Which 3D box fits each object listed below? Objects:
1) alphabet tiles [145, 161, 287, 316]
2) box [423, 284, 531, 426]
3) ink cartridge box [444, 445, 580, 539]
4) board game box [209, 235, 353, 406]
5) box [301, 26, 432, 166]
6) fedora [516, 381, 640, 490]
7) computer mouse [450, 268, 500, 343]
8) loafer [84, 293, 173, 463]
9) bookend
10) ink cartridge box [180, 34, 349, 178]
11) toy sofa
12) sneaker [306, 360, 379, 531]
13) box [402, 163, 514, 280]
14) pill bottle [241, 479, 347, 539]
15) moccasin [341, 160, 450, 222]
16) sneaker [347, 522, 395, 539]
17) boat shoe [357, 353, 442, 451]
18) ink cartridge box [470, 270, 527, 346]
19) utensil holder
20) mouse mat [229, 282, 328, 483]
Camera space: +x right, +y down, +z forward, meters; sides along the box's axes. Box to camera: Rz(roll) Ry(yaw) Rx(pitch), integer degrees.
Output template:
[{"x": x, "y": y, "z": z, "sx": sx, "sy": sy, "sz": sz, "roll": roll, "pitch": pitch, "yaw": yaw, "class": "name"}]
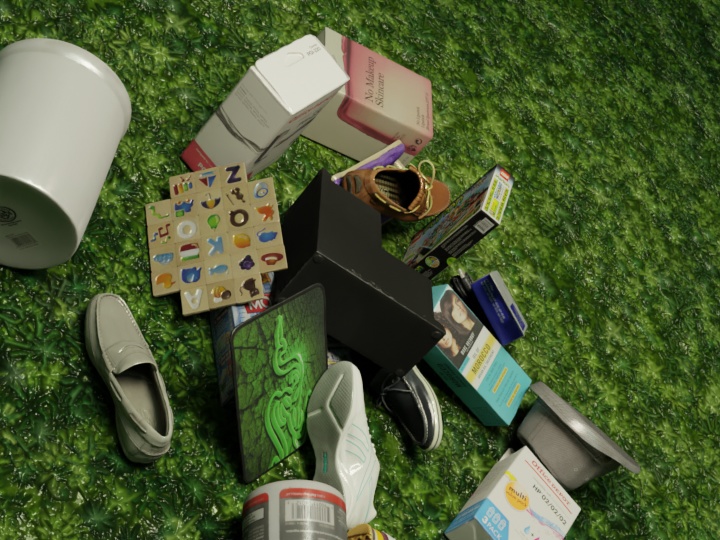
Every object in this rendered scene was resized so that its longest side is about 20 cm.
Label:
[{"x": -0.179, "y": -0.042, "z": 1.308, "sx": 0.165, "sy": 0.006, "sz": 0.202, "roll": -12, "pitch": 60, "yaw": 1, "class": "alphabet tiles"}, {"x": 0.145, "y": 0.117, "z": 1.450, "sx": 0.200, "sy": 0.049, "sz": 0.083, "roll": 47, "pitch": 58, "yaw": -22, "class": "box"}, {"x": 0.209, "y": 0.314, "z": 1.391, "sx": 0.115, "sy": 0.068, "sz": 0.200, "roll": 49, "pitch": 42, "yaw": 1, "class": "ink cartridge box"}, {"x": -0.110, "y": 0.053, "z": 1.330, "sx": 0.199, "sy": 0.062, "sz": 0.201, "roll": -5, "pitch": 64, "yaw": -41, "class": "board game box"}, {"x": 0.000, "y": -0.252, "z": 1.610, "sx": 0.199, "sy": 0.109, "sz": 0.129, "roll": 22, "pitch": 48, "yaw": -26, "class": "box"}, {"x": 0.285, "y": 0.242, "z": 1.467, "sx": 0.177, "sy": 0.090, "sz": 0.200, "roll": 45, "pitch": 5, "yaw": 41, "class": "fedora"}, {"x": 0.123, "y": 0.066, "z": 1.517, "sx": 0.199, "sy": 0.053, "sz": 0.139, "roll": -9, "pitch": 67, "yaw": -43, "class": "computer mouse"}, {"x": -0.249, "y": 0.109, "z": 1.169, "sx": 0.070, "sy": 0.070, "sz": 0.201, "roll": -7, "pitch": 65, "yaw": -42, "class": "loafer"}, {"x": 0.000, "y": 0.000, "z": 1.359, "sx": 0.198, "sy": 0.092, "sz": 0.201, "roll": 32, "pitch": 29, "yaw": -21, "class": "bookend"}, {"x": -0.126, "y": -0.202, "z": 1.403, "sx": 0.085, "sy": 0.200, "sz": 0.146, "roll": 48, "pitch": 43, "yaw": 1, "class": "ink cartridge box"}, {"x": 0.010, "y": -0.102, "z": 1.516, "sx": 0.083, "sy": 0.098, "sz": 0.200, "roll": 51, "pitch": 42, "yaw": 5, "class": "toy sofa"}, {"x": -0.017, "y": 0.210, "z": 1.268, "sx": 0.080, "sy": 0.070, "sz": 0.202, "roll": 11, "pitch": 78, "yaw": -49, "class": "sneaker"}, {"x": 0.131, "y": -0.055, "z": 1.503, "sx": 0.035, "sy": 0.200, "sz": 0.110, "roll": 37, "pitch": 42, "yaw": -12, "class": "box"}, {"x": -0.068, "y": 0.333, "z": 1.117, "sx": 0.115, "sy": 0.116, "sz": 0.202, "roll": 18, "pitch": 50, "yaw": -28, "class": "pill bottle"}, {"x": 0.063, "y": -0.112, "z": 1.471, "sx": 0.200, "sy": 0.077, "sz": 0.074, "roll": 12, "pitch": 72, "yaw": -48, "class": "moccasin"}, {"x": 0.015, "y": 0.386, "z": 1.178, "sx": 0.090, "sy": 0.075, "sz": 0.201, "roll": 33, "pitch": 50, "yaw": -28, "class": "sneaker"}, {"x": 0.044, "y": 0.146, "z": 1.382, "sx": 0.062, "sy": 0.075, "sz": 0.201, "roll": -10, "pitch": 63, "yaw": -34, "class": "boat shoe"}, {"x": 0.198, "y": 0.052, "z": 1.517, "sx": 0.100, "sy": 0.039, "sz": 0.200, "roll": 62, "pitch": 8, "yaw": 5, "class": "ink cartridge box"}, {"x": -0.362, "y": -0.128, "z": 1.183, "sx": 0.169, "sy": 0.170, "sz": 0.201, "roll": 27, "pitch": 48, "yaw": -21, "class": "utensil holder"}, {"x": -0.088, "y": 0.129, "z": 1.230, "sx": 0.007, "sy": 0.202, "sz": 0.160, "roll": 16, "pitch": 30, "yaw": 34, "class": "mouse mat"}]
